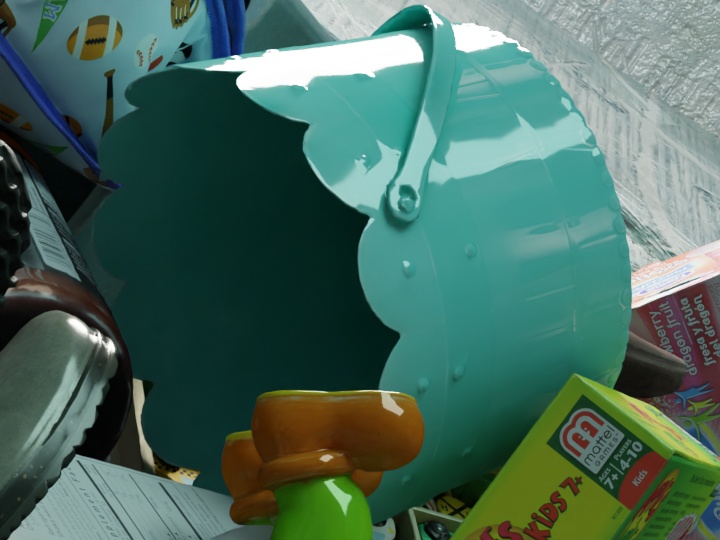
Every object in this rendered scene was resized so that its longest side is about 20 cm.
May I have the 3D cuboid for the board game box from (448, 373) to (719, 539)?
[{"bbox_3d":[0.086,0.100,1.032,0.048,0.102,0.200,37,3,15],"label":"board game box"}]

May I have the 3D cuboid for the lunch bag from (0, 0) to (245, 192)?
[{"bbox_3d":[-0.145,-0.124,1.116,0.169,0.124,0.200,31,-16,30],"label":"lunch bag"}]

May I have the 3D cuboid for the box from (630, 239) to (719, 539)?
[{"bbox_3d":[0.191,0.096,1.431,0.100,0.095,0.201,-53,120,-75],"label":"box"}]

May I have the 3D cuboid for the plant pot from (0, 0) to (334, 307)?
[{"bbox_3d":[-0.116,-0.087,1.317,0.196,0.196,0.200,43,6,28],"label":"plant pot"}]

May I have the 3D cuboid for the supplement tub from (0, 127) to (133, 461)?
[{"bbox_3d":[-0.165,0.005,1.072,0.107,0.107,0.200,25,17,-32],"label":"supplement tub"}]

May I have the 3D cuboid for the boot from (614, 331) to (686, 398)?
[{"bbox_3d":[0.084,0.019,1.255,0.165,0.073,0.200,18,-7,-18],"label":"boot"}]

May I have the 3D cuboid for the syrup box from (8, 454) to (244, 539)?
[{"bbox_3d":[-0.096,0.117,0.924,0.199,0.079,0.082,20,21,-45],"label":"syrup box"}]

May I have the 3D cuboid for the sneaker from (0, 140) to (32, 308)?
[{"bbox_3d":[-0.194,0.017,0.854,0.093,0.200,0.071,24,-30,30],"label":"sneaker"}]

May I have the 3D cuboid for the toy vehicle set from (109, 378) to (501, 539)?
[{"bbox_3d":[-0.010,0.109,1.138,0.199,0.027,0.125,18,31,-24],"label":"toy vehicle set"}]

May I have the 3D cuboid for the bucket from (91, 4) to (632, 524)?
[{"bbox_3d":[0.000,0.000,1.050,0.134,0.208,0.207,-16,46,-33],"label":"bucket"}]

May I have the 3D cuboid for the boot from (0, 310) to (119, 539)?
[{"bbox_3d":[-0.168,0.052,0.768,0.131,0.200,0.068,45,-30,-9],"label":"boot"}]

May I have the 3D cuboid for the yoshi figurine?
[{"bbox_3d":[0.003,0.145,0.865,0.112,0.111,0.202,22,63,-51],"label":"yoshi figurine"}]
